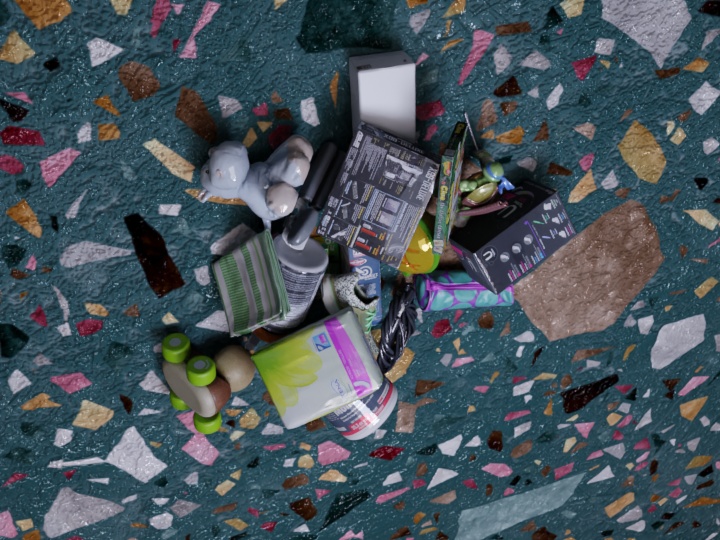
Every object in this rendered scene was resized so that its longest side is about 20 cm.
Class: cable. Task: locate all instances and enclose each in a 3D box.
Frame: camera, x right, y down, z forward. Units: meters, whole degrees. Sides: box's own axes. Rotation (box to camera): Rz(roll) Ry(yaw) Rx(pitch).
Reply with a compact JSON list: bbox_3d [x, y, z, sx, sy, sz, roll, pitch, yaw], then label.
[{"bbox_3d":[0.073,0.133,1.707,0.050,0.164,0.201,17,134,10],"label":"cable"}]

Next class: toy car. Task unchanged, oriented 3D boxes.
[{"bbox_3d":[-0.269,0.185,1.664,0.199,0.157,0.165,-31,140,-33],"label":"toy car"}]

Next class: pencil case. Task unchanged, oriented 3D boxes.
[{"bbox_3d":[0.209,0.035,1.715,0.198,0.086,0.092,-4,170,-16],"label":"pencil case"}]

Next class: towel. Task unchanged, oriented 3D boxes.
[{"bbox_3d":[-0.195,0.029,1.492,0.023,0.154,0.199,-11,172,-38],"label":"towel"}]

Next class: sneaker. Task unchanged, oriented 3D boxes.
[{"bbox_3d":[0.001,0.081,1.560,0.088,0.077,0.201,-19,122,18],"label":"sneaker"}]

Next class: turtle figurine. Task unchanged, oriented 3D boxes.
[{"bbox_3d":[0.173,-0.166,1.551,0.199,0.145,0.194,28,140,-2],"label":"turtle figurine"}]

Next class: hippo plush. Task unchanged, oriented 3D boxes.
[{"bbox_3d":[-0.181,-0.167,1.429,0.160,0.161,0.200,23,160,-12],"label":"hippo plush"}]

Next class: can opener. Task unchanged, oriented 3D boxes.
[{"bbox_3d":[-0.074,-0.125,1.463,0.053,0.066,0.202,36,69,-39],"label":"can opener"}]

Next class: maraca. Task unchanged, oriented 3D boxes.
[{"bbox_3d":[0.083,-0.051,1.557,0.106,0.200,0.138,-31,90,-23],"label":"maraca"}]

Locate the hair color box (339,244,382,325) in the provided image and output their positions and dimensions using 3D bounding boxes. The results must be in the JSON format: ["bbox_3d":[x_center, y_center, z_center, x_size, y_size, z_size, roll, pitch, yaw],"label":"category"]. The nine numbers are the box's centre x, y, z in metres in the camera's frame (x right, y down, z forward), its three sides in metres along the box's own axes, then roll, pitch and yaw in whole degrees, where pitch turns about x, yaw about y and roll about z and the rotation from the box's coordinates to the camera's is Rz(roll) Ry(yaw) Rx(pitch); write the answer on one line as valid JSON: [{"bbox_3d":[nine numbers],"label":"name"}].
[{"bbox_3d":[0.000,0.000,1.612,0.060,0.100,0.202,-11,128,-9],"label":"hair color box"}]

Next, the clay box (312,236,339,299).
[{"bbox_3d":[-0.133,0.005,1.605,0.198,0.048,0.116,-10,128,-10],"label":"clay box"}]

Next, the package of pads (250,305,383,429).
[{"bbox_3d":[-0.073,0.175,1.509,0.198,0.068,0.156,-24,96,7],"label":"package of pads"}]

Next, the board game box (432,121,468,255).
[{"bbox_3d":[0.147,-0.134,1.414,0.023,0.105,0.201,15,134,14],"label":"board game box"}]

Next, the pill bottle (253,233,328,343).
[{"bbox_3d":[-0.135,0.039,1.524,0.105,0.107,0.201,7,130,-23],"label":"pill bottle"}]

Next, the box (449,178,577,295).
[{"bbox_3d":[0.287,-0.066,1.615,0.199,0.122,0.106,-37,115,-6],"label":"box"}]

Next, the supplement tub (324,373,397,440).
[{"bbox_3d":[-0.038,0.211,1.625,0.140,0.141,0.200,-40,106,12],"label":"supplement tub"}]

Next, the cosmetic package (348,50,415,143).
[{"bbox_3d":[0.039,-0.264,1.451,0.101,0.074,0.202,-10,125,-11],"label":"cosmetic package"}]

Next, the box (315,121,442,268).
[{"bbox_3d":[0.032,-0.125,1.425,0.156,0.050,0.201,22,112,-2],"label":"box"}]
